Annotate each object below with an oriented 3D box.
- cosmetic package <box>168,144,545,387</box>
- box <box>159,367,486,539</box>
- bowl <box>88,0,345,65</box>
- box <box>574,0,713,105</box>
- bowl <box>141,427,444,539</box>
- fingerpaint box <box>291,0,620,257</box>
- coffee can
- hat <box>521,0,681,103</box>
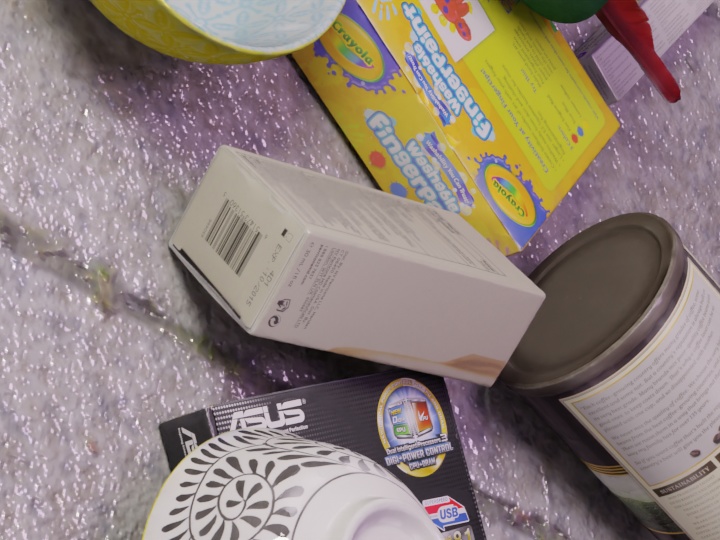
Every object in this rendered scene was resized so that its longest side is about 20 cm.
[{"bbox_3d":[0.000,0.000,1.300,0.200,0.071,0.105,15,21,-42],"label":"cosmetic package"},{"bbox_3d":[-0.012,0.145,1.283,0.200,0.044,0.160,-7,81,-48],"label":"box"},{"bbox_3d":[-0.110,-0.199,1.266,0.200,0.108,0.200,20,62,-42],"label":"bowl"},{"bbox_3d":[0.207,-0.177,1.647,0.041,0.039,0.200,57,43,-12],"label":"box"},{"bbox_3d":[-0.011,0.170,1.172,0.201,0.094,0.201,20,61,-40],"label":"bowl"},{"bbox_3d":[0.059,-0.124,1.442,0.200,0.073,0.167,55,43,-14],"label":"fingerpaint box"},{"bbox_3d":[0.202,0.082,1.459,0.200,0.146,0.146,46,47,-25],"label":"coffee can"},{"bbox_3d":[0.118,-0.182,1.464,0.200,0.176,0.166,28,44,12],"label":"hat"}]
